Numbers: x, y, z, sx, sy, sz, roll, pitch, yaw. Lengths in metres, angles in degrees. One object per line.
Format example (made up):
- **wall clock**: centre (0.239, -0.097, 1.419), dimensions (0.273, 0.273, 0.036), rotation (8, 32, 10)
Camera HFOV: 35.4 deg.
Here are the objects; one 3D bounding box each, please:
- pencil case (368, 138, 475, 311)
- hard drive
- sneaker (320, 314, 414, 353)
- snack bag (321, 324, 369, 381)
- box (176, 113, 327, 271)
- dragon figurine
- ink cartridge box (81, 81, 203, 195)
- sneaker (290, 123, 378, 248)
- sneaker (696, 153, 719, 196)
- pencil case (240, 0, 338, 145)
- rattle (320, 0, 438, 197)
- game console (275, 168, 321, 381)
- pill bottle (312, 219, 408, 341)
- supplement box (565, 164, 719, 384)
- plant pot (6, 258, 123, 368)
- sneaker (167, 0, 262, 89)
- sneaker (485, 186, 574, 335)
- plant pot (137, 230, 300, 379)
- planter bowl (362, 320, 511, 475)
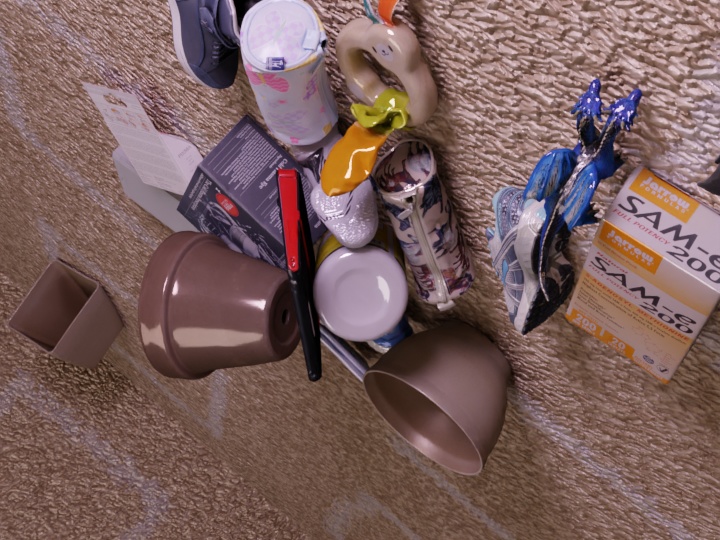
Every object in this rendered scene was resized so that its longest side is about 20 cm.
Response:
- **pencil case**: centre (0.073, -0.047, 1.274), dimensions (0.076, 0.090, 0.201), rotation (-5, 136, 20)
- **hard drive**: centre (-0.329, -0.116, 1.902), dimensions (0.199, 0.026, 0.133), rotation (36, 157, 17)
- **sneaker**: centre (-0.005, 0.041, 1.608), dimensions (0.198, 0.078, 0.090), rotation (22, 136, 36)
- **snack bag**: centre (-0.049, 0.102, 1.739), dimensions (0.188, 0.021, 0.200), rotation (44, 180, -9)
- **box**: centre (-0.141, -0.085, 1.543), dimensions (0.182, 0.104, 0.200), rotation (42, 158, -3)
- **dragon figurine**: centre (0.182, -0.073, 0.984), dimensions (0.058, 0.202, 0.099), rotation (34, -165, 21)
- **ink cartridge box**: centre (-0.318, -0.206, 1.700), dimensions (0.160, 0.050, 0.202), rotation (19, 145, 44)
- **sneaker**: centre (-0.019, -0.088, 1.315), dimensions (0.202, 0.074, 0.115), rotation (65, -178, 36)
- **sneaker**: centre (0.313, -0.105, 0.811), dimensions (0.103, 0.060, 0.201), rotation (28, 158, 19)
- **pencil case**: centre (-0.072, -0.207, 1.195), dimensions (0.089, 0.085, 0.200), rotation (0, 163, 2)
- **rattle**: centre (-0.004, -0.187, 1.094), dimensions (0.131, 0.142, 0.201), rotation (55, 168, 17)
- **game console**: centre (-0.072, 0.002, 1.308), dimensions (0.030, 0.179, 0.202), rotation (-6, 137, 2)
- **pill bottle**: centre (0.000, 0.000, 1.360), dimensions (0.113, 0.112, 0.200), rotation (46, -168, -12)
- **supplement box**: centre (0.276, 0.010, 1.063), dimensions (0.125, 0.074, 0.201), rotation (34, 156, 17)
- **plant pot**: centre (-0.704, 0.126, 2.765), dimensions (0.198, 0.201, 0.177), rotation (24, 163, 36)
- **sneaker**: centre (-0.144, -0.260, 1.263), dimensions (0.145, 0.077, 0.204), rotation (32, 155, 28)
- **sneaker**: centre (0.177, -0.014, 1.209), dimensions (0.086, 0.077, 0.202), rotation (42, 154, 32)
- **plant pot**: centre (-0.171, 0.055, 1.499), dimensions (0.172, 0.202, 0.202), rotation (7, 144, 25)
- **planter bowl**: centre (0.118, 0.154, 1.507), dimensions (0.199, 0.135, 0.201), rotation (34, 157, 16)
